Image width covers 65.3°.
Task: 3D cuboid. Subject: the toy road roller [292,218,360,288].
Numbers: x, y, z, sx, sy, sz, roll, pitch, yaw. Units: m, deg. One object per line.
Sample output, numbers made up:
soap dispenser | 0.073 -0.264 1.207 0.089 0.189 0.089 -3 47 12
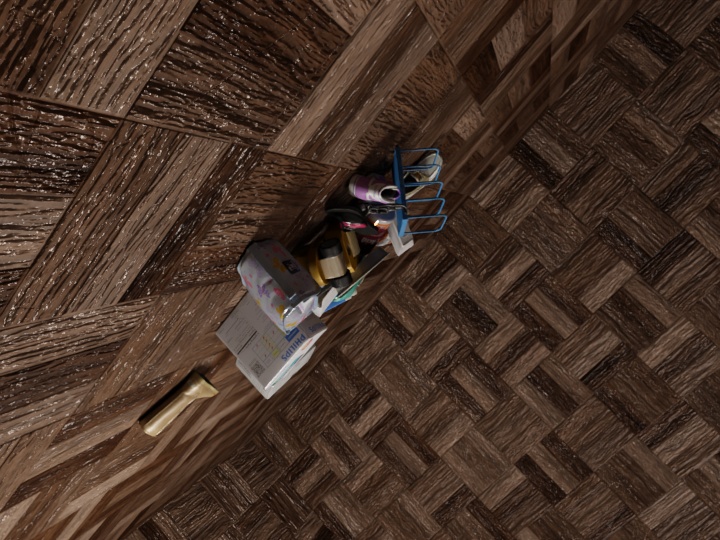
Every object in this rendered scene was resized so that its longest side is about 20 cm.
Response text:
toy road roller | -0.092 -0.041 1.479 0.144 0.124 0.201 -9 -153 18

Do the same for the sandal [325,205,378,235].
sandal | -0.017 -0.116 1.426 0.074 0.046 0.199 -4 161 33

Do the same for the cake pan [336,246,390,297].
cake pan | 0.000 0.000 1.607 0.200 0.037 0.200 -40 180 0

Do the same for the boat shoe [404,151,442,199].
boat shoe | 0.181 -0.291 1.763 0.200 0.075 0.068 -47 176 12

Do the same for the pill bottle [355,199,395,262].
pill bottle | 0.006 -0.116 1.602 0.114 0.114 0.201 -35 165 -48

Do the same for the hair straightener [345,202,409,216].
hair straightener | 0.027 -0.150 1.424 0.077 0.197 0.042 -20 111 -64

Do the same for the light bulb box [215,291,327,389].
light bulb box | -0.229 0.155 1.452 0.199 0.200 0.125 -48 170 18

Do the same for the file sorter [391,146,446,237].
file sorter | 0.156 -0.211 1.509 0.121 0.203 0.139 -4 166 -2

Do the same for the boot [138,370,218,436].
boot | -0.512 0.380 1.591 0.200 0.066 0.176 -44 158 -14

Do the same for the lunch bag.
lunch bag | -0.178 0.032 1.250 0.127 0.170 0.200 -41 169 -13

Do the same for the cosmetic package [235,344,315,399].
cosmetic package | -0.281 0.279 1.847 0.200 0.165 0.165 -40 171 -28

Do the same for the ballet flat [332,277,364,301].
ballet flat | -0.025 0.041 1.878 0.201 0.067 0.071 -58 133 -28

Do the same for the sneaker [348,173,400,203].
sneaker | 0.056 -0.200 1.433 0.200 0.113 0.074 -27 130 -66

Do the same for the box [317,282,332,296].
box | -0.146 0.054 1.630 0.192 0.048 0.200 -35 -172 9

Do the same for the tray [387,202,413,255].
tray | 0.106 -0.155 1.669 0.022 0.203 0.107 -15 -168 36

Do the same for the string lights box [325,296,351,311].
string lights box | -0.140 0.114 1.900 0.198 0.060 0.103 -27 -178 -26

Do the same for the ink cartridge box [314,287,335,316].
ink cartridge box | -0.079 0.033 1.743 0.201 0.043 0.174 -52 172 -22

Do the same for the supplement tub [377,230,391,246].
supplement tub | 0.071 -0.142 1.758 0.123 0.123 0.200 -48 170 18
